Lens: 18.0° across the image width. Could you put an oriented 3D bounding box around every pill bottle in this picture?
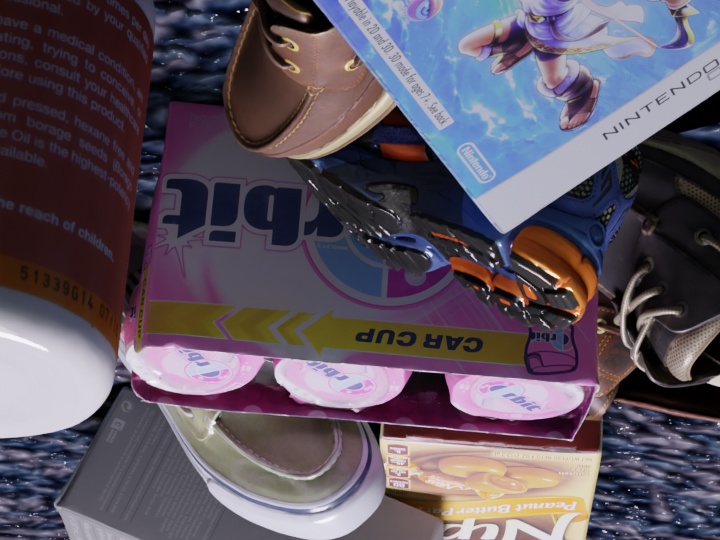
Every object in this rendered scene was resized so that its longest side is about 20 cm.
[{"bbox_3d":[-0.128,-0.053,0.780,0.111,0.201,0.112,4,155,2],"label":"pill bottle"}]

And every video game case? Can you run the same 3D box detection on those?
[{"bbox_3d":[0.076,-0.117,0.707,0.181,0.046,0.200,-34,145,7],"label":"video game case"}]

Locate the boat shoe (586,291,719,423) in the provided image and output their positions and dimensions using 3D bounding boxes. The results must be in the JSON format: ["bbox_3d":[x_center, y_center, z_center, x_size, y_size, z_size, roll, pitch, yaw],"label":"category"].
[{"bbox_3d":[0.112,0.033,1.054,0.198,0.071,0.070,6,162,-14],"label":"boat shoe"}]

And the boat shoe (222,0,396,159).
[{"bbox_3d":[-0.010,-0.103,0.791,0.067,0.072,0.200,-11,158,-31],"label":"boat shoe"}]

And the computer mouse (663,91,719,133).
[{"bbox_3d":[0.112,-0.092,0.841,0.140,0.046,0.200,-10,151,29],"label":"computer mouse"}]

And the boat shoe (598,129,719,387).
[{"bbox_3d":[0.134,0.004,0.883,0.199,0.073,0.075,23,147,18],"label":"boat shoe"}]

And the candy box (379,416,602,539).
[{"bbox_3d":[0.071,0.110,1.254,0.114,0.056,0.200,4,154,4],"label":"candy box"}]

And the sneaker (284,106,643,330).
[{"bbox_3d":[0.036,-0.041,0.877,0.200,0.079,0.075,28,162,46],"label":"sneaker"}]

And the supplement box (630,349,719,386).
[{"bbox_3d":[0.220,-0.009,0.965,0.125,0.074,0.200,17,152,-23],"label":"supplement box"}]

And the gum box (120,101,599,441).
[{"bbox_3d":[0.000,0.000,0.971,0.198,0.114,0.066,5,155,-2],"label":"gum box"}]

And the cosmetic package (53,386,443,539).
[{"bbox_3d":[-0.057,0.151,1.259,0.199,0.091,0.107,24,157,15],"label":"cosmetic package"}]

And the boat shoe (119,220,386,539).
[{"bbox_3d":[-0.064,0.048,1.026,0.200,0.072,0.062,38,161,40],"label":"boat shoe"}]
